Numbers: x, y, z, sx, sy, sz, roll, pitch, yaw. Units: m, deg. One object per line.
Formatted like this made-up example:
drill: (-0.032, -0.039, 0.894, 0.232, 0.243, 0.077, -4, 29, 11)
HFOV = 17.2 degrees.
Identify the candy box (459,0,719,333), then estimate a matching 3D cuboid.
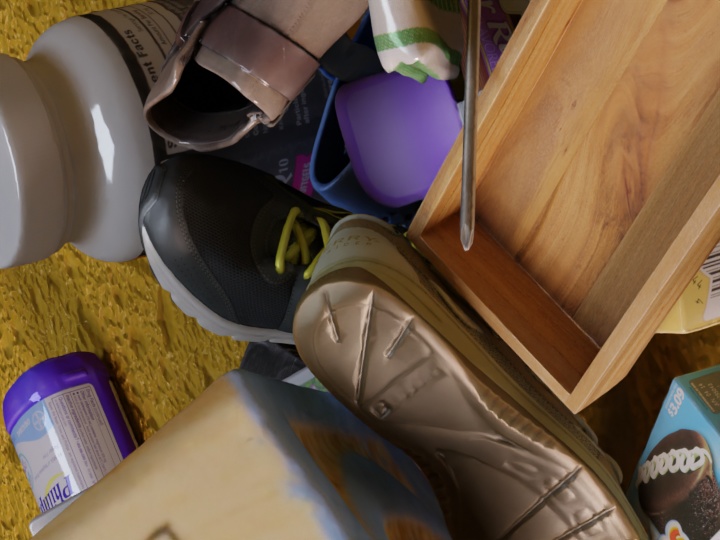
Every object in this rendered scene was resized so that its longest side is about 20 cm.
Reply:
candy box: (0.094, -0.079, 0.940, 0.116, 0.056, 0.202, 2, 106, 58)

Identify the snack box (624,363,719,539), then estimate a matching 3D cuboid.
snack box: (0.144, 0.147, 0.977, 0.116, 0.037, 0.201, 54, 145, 34)

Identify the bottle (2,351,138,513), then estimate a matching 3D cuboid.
bottle: (-0.158, 0.154, 1.474, 0.201, 0.065, 0.084, 66, 148, 15)

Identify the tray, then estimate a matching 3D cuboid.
tray: (0.092, -0.046, 0.855, 0.099, 0.037, 0.200, 46, 142, 16)

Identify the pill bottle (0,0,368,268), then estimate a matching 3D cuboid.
pill bottle: (-0.089, -0.069, 1.114, 0.116, 0.199, 0.117, 35, 133, 49)

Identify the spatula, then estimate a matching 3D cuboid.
spatula: (0.054, -0.066, 0.935, 0.199, 0.020, 0.057, -14, 92, 57)

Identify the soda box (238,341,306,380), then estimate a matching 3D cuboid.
soda box: (-0.050, 0.138, 1.193, 0.071, 0.063, 0.201, 28, 98, 54)

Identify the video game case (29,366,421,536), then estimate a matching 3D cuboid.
video game case: (-0.041, 0.136, 1.138, 0.144, 0.199, 0.018, 61, -172, 1)

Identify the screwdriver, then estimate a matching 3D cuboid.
screwdriver: (0.045, -0.098, 0.870, 0.028, 0.029, 0.202, 128, 144, -60)

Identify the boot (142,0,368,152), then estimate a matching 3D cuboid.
boot: (-0.045, -0.117, 1.004, 0.070, 0.147, 0.200, 32, 164, -13)

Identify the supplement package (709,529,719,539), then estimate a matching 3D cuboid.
supplement package: (0.224, 0.130, 0.758, 0.201, 0.110, 0.156, 62, 148, 22)

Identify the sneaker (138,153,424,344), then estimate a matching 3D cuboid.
sneaker: (0.000, 0.000, 0.996, 0.084, 0.199, 0.075, -23, 48, 48)

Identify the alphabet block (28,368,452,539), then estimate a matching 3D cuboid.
alphabet block: (-0.042, 0.183, 0.982, 0.197, 0.200, 0.195, 53, -171, 17)

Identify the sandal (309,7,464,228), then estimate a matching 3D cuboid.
sandal: (0.012, -0.048, 1.067, 0.079, 0.087, 0.202, 24, 125, 52)

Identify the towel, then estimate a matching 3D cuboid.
towel: (0.012, -0.171, 0.867, 0.153, 0.023, 0.202, -18, -77, -82)

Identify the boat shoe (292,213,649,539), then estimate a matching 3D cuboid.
boat shoe: (0.052, 0.063, 0.952, 0.073, 0.063, 0.201, -35, 110, 30)
